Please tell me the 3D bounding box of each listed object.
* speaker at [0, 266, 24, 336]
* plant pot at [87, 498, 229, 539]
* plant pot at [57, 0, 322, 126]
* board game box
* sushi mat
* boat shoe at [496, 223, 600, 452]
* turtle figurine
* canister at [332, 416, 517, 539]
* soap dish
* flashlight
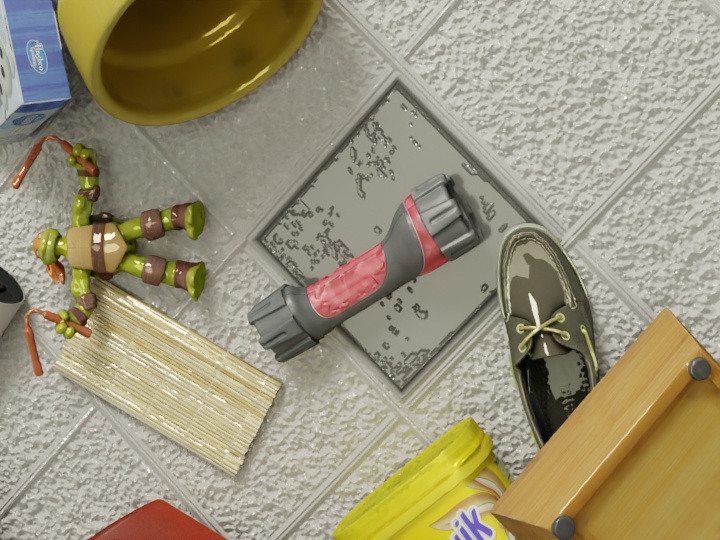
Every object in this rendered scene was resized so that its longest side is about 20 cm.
[{"bbox_3d":[-0.381,0.082,0.952,0.081,0.081,0.201,36,102,8],"label":"speaker"},{"bbox_3d":[-0.176,0.327,0.849,0.198,0.175,0.203,21,100,30],"label":"plant pot"},{"bbox_3d":[-0.155,-0.248,0.822,0.200,0.200,0.190,-37,72,13],"label":"plant pot"},{"bbox_3d":[-0.290,-0.216,0.858,0.043,0.198,0.204,-12,93,-28],"label":"board game box"},{"bbox_3d":[-0.172,0.091,0.939,0.198,0.012,0.097,29,101,9],"label":"sushi mat"},{"bbox_3d":[0.151,0.064,0.836,0.071,0.060,0.205,-14,92,13],"label":"boat shoe"},{"bbox_3d":[-0.213,-0.010,0.914,0.158,0.064,0.204,2,87,5],"label":"turtle figurine"},{"bbox_3d":[0.095,0.242,0.853,0.148,0.087,0.201,-40,87,14],"label":"canister"},{"bbox_3d":[0.215,0.155,0.777,0.157,0.081,0.200,44,84,-12],"label":"soap dish"},{"bbox_3d":[0.000,0.000,0.862,0.198,0.068,0.068,-31,89,13],"label":"flashlight"}]
